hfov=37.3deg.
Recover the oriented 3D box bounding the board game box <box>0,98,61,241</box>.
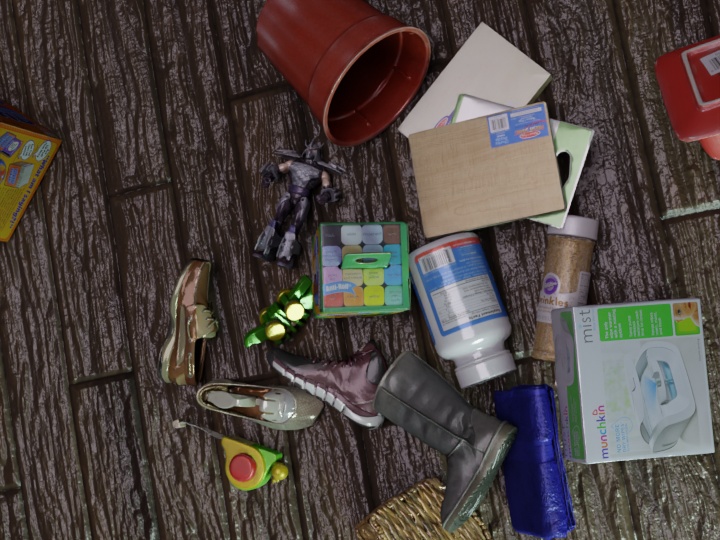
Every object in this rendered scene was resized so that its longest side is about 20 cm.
[{"bbox_3d":[-0.654,-0.189,1.722,0.199,0.200,0.201,33,97,18],"label":"board game box"}]

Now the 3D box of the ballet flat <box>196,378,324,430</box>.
[{"bbox_3d":[-0.155,0.203,1.602,0.199,0.062,0.068,4,88,18],"label":"ballet flat"}]

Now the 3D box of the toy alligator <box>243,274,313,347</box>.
[{"bbox_3d":[-0.092,0.052,1.601,0.200,0.059,0.054,-46,119,3],"label":"toy alligator"}]

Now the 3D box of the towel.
[{"bbox_3d":[0.235,0.254,1.438,0.049,0.148,0.201,-5,84,-14],"label":"towel"}]

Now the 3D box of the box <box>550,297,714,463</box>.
[{"bbox_3d":[0.350,0.141,1.389,0.176,0.097,0.201,-3,85,-9],"label":"box"}]

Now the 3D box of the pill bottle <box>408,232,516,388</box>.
[{"bbox_3d":[0.144,0.057,1.487,0.112,0.112,0.201,-22,80,16],"label":"pill bottle"}]

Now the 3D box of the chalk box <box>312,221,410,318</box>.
[{"bbox_3d":[0.000,0.000,1.477,0.124,0.200,0.125,-1,86,-6],"label":"chalk box"}]

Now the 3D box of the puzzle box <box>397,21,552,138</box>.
[{"bbox_3d":[0.164,-0.241,1.546,0.133,0.025,0.200,42,99,16],"label":"puzzle box"}]

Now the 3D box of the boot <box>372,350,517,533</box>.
[{"bbox_3d":[0.094,0.231,1.455,0.199,0.073,0.182,29,85,23],"label":"boot"}]

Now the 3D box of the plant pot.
[{"bbox_3d":[-0.036,-0.318,1.541,0.201,0.201,0.195,-49,65,9],"label":"plant pot"}]

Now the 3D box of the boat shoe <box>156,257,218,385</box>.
[{"bbox_3d":[-0.254,0.082,1.643,0.074,0.076,0.201,16,99,13],"label":"boat shoe"}]

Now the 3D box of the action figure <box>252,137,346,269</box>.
[{"bbox_3d":[-0.097,-0.104,1.602,0.130,0.069,0.201,18,89,24],"label":"action figure"}]

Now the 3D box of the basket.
[{"bbox_3d":[0.103,0.402,1.503,0.142,0.149,0.200,-28,76,-19],"label":"basket"}]

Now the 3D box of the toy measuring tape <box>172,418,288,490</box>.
[{"bbox_3d":[-0.201,0.284,1.610,0.199,0.074,0.074,16,91,19],"label":"toy measuring tape"}]

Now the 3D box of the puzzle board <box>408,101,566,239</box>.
[{"bbox_3d":[0.172,-0.136,1.467,0.199,0.017,0.152,-12,81,19],"label":"puzzle board"}]

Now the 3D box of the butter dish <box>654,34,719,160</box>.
[{"bbox_3d":[0.503,-0.212,1.376,0.199,0.148,0.200,-18,41,18],"label":"butter dish"}]

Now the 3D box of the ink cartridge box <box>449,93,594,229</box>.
[{"bbox_3d":[0.211,-0.151,1.485,0.199,0.048,0.146,19,93,18],"label":"ink cartridge box"}]

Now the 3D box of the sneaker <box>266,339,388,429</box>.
[{"bbox_3d":[-0.032,0.138,1.567,0.199,0.076,0.116,31,91,7],"label":"sneaker"}]

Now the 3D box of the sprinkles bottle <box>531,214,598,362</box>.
[{"bbox_3d":[0.281,0.026,1.466,0.068,0.068,0.201,7,89,19],"label":"sprinkles bottle"}]
